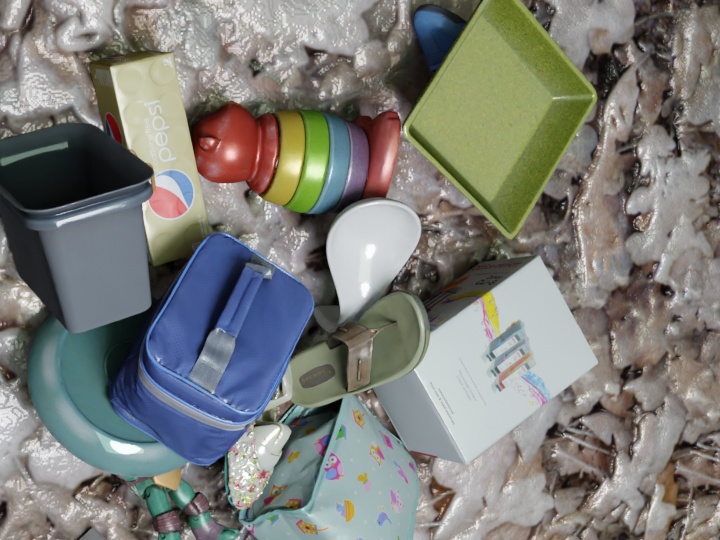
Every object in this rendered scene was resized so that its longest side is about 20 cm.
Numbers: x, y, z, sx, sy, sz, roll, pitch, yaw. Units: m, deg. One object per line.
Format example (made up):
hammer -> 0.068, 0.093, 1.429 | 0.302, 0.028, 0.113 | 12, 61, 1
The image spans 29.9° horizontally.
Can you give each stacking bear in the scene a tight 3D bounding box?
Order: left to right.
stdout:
stacking bear -> -0.076, -0.119, 1.374 | 0.199, 0.121, 0.114 | 7, 89, -21

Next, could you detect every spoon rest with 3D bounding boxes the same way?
spoon rest -> 0.000, 0.000, 1.399 | 0.099, 0.061, 0.200 | 0, 139, -20

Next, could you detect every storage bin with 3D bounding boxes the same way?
storage bin -> -0.258, -0.041, 1.242 | 0.145, 0.200, 0.135 | -19, 120, -25

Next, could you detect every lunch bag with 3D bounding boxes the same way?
lunch bag -> -0.133, 0.065, 1.281 | 0.136, 0.132, 0.200 | 32, 49, -10
lunch bag -> -0.020, 0.233, 1.462 | 0.170, 0.122, 0.200 | 47, 41, -27

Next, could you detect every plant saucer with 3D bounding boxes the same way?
plant saucer -> -0.222, 0.101, 1.307 | 0.199, 0.027, 0.201 | 16, 53, -22
plant saucer -> 0.140, -0.170, 1.438 | 0.200, 0.048, 0.200 | 41, 75, -34

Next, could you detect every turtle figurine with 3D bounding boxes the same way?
turtle figurine -> -0.198, 0.196, 1.368 | 0.149, 0.101, 0.201 | -24, 93, -43

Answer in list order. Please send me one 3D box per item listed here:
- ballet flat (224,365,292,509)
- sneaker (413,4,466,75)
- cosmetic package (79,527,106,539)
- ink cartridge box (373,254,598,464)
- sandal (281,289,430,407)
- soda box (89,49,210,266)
ballet flat -> -0.102, 0.144, 1.389 | 0.076, 0.064, 0.201 | 34, 53, -63
sneaker -> 0.114, -0.200, 1.480 | 0.200, 0.066, 0.079 | 50, 64, -30
cosmetic package -> -0.267, 0.409, 1.358 | 0.199, 0.123, 0.200 | -43, 119, -15
ink cartridge box -> 0.127, 0.095, 1.492 | 0.200, 0.145, 0.145 | -33, 100, -21
sandal -> -0.009, 0.091, 1.385 | 0.057, 0.201, 0.080 | -6, 66, -58
soda box -> -0.204, -0.112, 1.323 | 0.068, 0.064, 0.201 | -18, 109, -25
